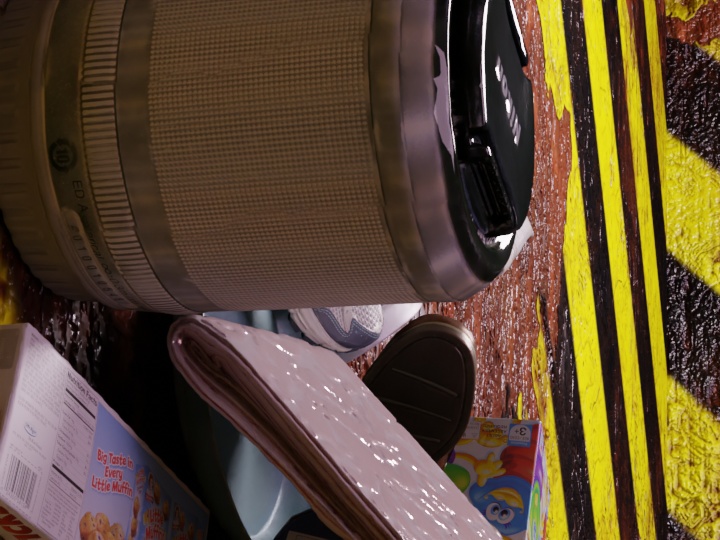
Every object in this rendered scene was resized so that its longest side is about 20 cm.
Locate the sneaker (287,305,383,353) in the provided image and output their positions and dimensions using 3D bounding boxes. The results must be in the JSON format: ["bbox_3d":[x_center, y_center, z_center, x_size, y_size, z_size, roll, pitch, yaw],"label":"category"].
[{"bbox_3d":[-0.010,-0.038,0.849,0.078,0.086,0.200,-80,157,-51],"label":"sneaker"}]

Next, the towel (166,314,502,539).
[{"bbox_3d":[0.005,0.101,0.761,0.191,0.032,0.200,48,6,16],"label":"towel"}]

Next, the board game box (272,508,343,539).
[{"bbox_3d":[-0.030,0.243,0.825,0.200,0.061,0.201,63,41,-60],"label":"board game box"}]

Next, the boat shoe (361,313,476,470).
[{"bbox_3d":[0.029,0.096,1.013,0.068,0.072,0.200,-67,176,-52],"label":"boat shoe"}]

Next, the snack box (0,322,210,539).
[{"bbox_3d":[-0.113,0.100,0.683,0.200,0.024,0.072,61,29,-55],"label":"snack box"}]

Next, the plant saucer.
[{"bbox_3d":[-0.058,0.058,0.844,0.200,0.027,0.201,-8,90,-75],"label":"plant saucer"}]

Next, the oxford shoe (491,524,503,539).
[{"bbox_3d":[0.036,0.203,0.978,0.200,0.070,0.075,-39,139,-48],"label":"oxford shoe"}]

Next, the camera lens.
[{"bbox_3d":[-0.034,-0.063,0.670,0.160,0.199,0.161,-3,90,-73],"label":"camera lens"}]

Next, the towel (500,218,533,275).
[{"bbox_3d":[0.053,-0.086,1.108,0.193,0.034,0.200,59,21,-1],"label":"towel"}]

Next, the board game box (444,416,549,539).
[{"bbox_3d":[0.070,0.212,1.109,0.103,0.105,0.200,78,18,-48],"label":"board game box"}]

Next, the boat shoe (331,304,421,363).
[{"bbox_3d":[0.000,0.000,1.015,0.065,0.073,0.200,55,17,-10],"label":"boat shoe"}]
